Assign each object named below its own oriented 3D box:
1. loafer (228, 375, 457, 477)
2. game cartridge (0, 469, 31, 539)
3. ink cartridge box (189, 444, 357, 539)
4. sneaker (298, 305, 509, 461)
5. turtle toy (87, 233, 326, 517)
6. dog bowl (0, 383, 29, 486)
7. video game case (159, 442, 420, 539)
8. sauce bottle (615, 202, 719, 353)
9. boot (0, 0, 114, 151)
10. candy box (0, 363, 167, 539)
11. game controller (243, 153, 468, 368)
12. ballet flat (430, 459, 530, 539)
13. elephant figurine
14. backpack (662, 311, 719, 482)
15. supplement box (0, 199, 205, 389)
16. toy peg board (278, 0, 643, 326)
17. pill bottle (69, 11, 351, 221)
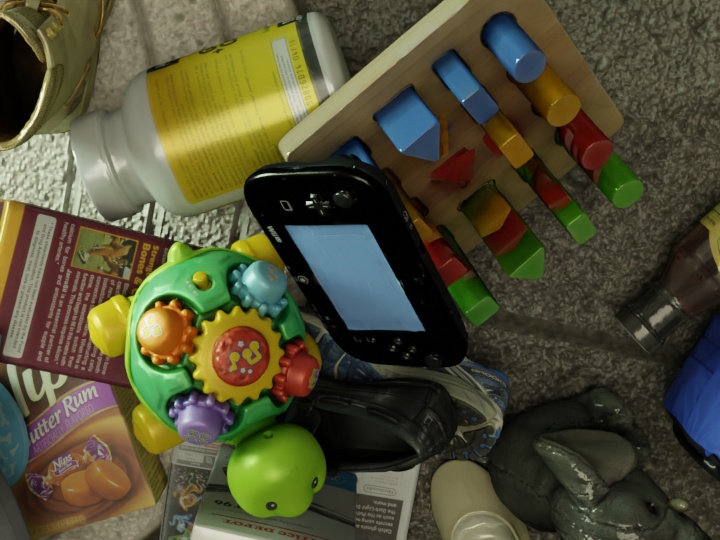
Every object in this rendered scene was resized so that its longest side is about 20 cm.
[{"bbox_3d":[-0.026,0.116,0.908,0.200,0.070,0.068,-6,112,32],"label":"loafer"},{"bbox_3d":[-0.312,0.183,0.906,0.133,0.040,0.200,-15,102,29],"label":"game cartridge"},{"bbox_3d":[-0.064,0.202,0.894,0.116,0.200,0.068,13,102,-3],"label":"ink cartridge box"},{"bbox_3d":[0.025,0.076,0.958,0.200,0.085,0.077,25,128,16],"label":"sneaker"},{"bbox_3d":[-0.085,0.073,0.836,0.145,0.101,0.200,-26,104,-20],"label":"turtle toy"},{"bbox_3d":[-0.352,0.134,0.951,0.199,0.050,0.112,-6,106,24],"label":"dog bowl"},{"bbox_3d":[-0.057,0.178,1.003,0.199,0.023,0.182,9,102,-2],"label":"video game case"},{"bbox_3d":[0.281,-0.016,0.933,0.066,0.066,0.200,43,101,-8],"label":"sauce bottle"},{"bbox_3d":[-0.222,-0.187,0.856,0.073,0.155,0.201,12,102,-2],"label":"boot"},{"bbox_3d":[-0.242,0.103,0.973,0.116,0.056,0.201,-17,100,6],"label":"candy box"},{"bbox_3d":[0.000,0.000,0.826,0.104,0.042,0.200,-7,136,24],"label":"game controller"},{"bbox_3d":[0.114,0.247,0.993,0.069,0.069,0.200,-24,101,6],"label":"ballet flat"},{"bbox_3d":[0.171,0.169,0.905,0.155,0.200,0.142,-30,101,7],"label":"elephant figurine"},{"bbox_3d":[0.326,0.096,0.889,0.162,0.200,0.168,33,91,-4],"label":"backpack"},{"bbox_3d":[-0.175,0.025,0.896,0.200,0.086,0.111,15,88,-23],"label":"supplement box"},{"bbox_3d":[0.087,-0.072,0.853,0.200,0.098,0.199,-40,139,8],"label":"toy peg board"},{"bbox_3d":[-0.102,-0.104,0.894,0.199,0.112,0.112,-18,102,4],"label":"pill bottle"}]
